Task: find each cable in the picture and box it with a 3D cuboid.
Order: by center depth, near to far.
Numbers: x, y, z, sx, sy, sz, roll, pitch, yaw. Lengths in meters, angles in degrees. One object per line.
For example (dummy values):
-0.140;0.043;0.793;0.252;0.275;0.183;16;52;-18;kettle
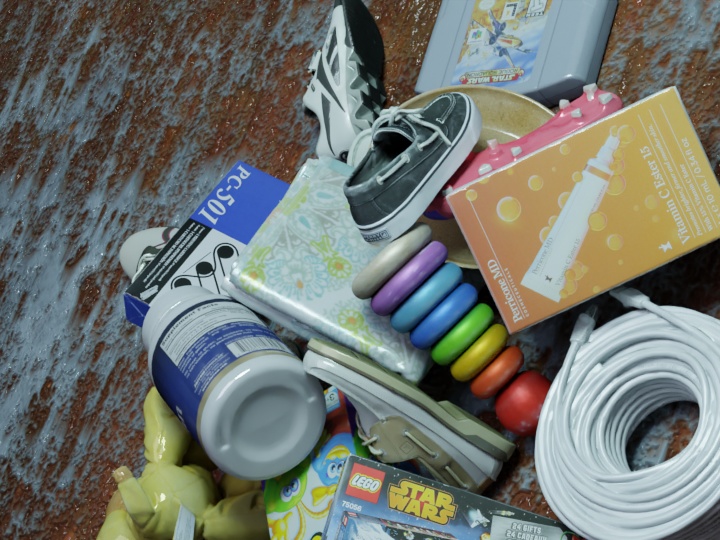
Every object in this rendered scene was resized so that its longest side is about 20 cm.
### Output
0.227;0.125;1.412;0.199;0.069;0.201;20;74;43;cable

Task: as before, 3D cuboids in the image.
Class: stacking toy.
0.086;0.058;1.520;0.085;0.085;0.200;-43;87;12;stacking toy

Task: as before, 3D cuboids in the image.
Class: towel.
0.000;0.000;1.610;0.199;0.048;0.171;28;55;11;towel

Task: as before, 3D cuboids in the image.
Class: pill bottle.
-0.117;0.088;1.576;0.111;0.111;0.200;-52;34;2;pill bottle

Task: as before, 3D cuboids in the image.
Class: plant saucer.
0.102;-0.076;1.622;0.199;0.036;0.201;1;56;-2;plant saucer

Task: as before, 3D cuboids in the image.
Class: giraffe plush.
-0.175;0.226;1.655;0.162;0.172;0.200;-46;8;38;giraffe plush

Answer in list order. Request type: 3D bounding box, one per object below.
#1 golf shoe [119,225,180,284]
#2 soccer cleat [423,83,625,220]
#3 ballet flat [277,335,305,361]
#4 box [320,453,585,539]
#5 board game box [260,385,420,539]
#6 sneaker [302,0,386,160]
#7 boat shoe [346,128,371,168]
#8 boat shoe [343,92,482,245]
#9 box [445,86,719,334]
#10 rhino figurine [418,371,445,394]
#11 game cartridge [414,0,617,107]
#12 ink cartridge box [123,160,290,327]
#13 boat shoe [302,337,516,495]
-0.198;-0.004;1.860;0.200;0.088;0.078;22;97;48;golf shoe
0.146;-0.085;1.575;0.199;0.077;0.067;-30;26;-5;soccer cleat
-0.121;0.105;1.707;0.200;0.062;0.068;-25;71;57;ballet flat
0.064;0.238;1.421;0.040;0.199;0.138;117;171;-71;box
-0.008;0.215;1.548;0.105;0.103;0.201;-33;47;22;board game box
-0.024;-0.196;1.843;0.088;0.074;0.201;-23;51;27;sneaker
0.017;-0.030;1.710;0.075;0.060;0.201;11;90;21;boat shoe
0.039;-0.105;1.550;0.073;0.068;0.200;-9;32;41;boat shoe
0.185;-0.049;1.474;0.199;0.097;0.125;-26;91;9;box
-0.002;0.047;1.648;0.200;0.060;0.088;37;106;20;rhino figurine
0.143;-0.211;1.733;0.199;0.042;0.134;-1;60;41;game cartridge
-0.132;-0.013;1.763;0.094;0.044;0.200;25;53;17;ink cartridge box
0.032;0.125;1.503;0.069;0.199;0.075;-59;15;2;boat shoe
